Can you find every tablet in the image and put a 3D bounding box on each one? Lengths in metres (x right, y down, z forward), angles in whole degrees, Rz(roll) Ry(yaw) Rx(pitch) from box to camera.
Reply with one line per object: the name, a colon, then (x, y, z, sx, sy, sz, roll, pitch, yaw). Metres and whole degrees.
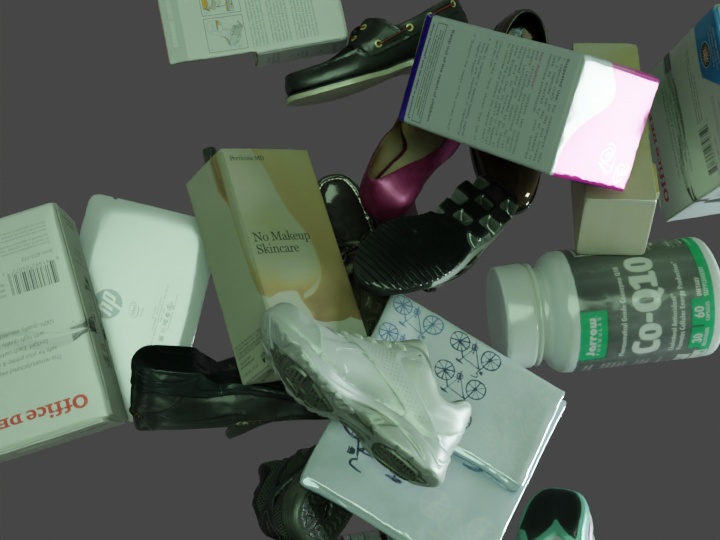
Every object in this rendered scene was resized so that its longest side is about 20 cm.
tablet: (-0.216, 0.037, 1.155, 0.129, 0.014, 0.202, 13, 79, -2)

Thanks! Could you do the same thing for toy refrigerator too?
toy refrigerator: (0.231, -0.115, 1.141, 0.069, 0.076, 0.201, 2, 51, 3)

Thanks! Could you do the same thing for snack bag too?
snack bag: (0.063, 0.143, 1.058, 0.188, 0.021, 0.201, 32, 65, -3)

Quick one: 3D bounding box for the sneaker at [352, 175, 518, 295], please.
sneaker: (0.063, -0.010, 1.119, 0.199, 0.089, 0.074, -27, 65, -40)

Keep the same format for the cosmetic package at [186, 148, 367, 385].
cosmetic package: (-0.075, -0.006, 1.110, 0.105, 0.071, 0.201, -5, 69, -39)

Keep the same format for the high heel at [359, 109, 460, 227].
high heel: (0.052, -0.130, 1.148, 0.067, 0.096, 0.201, 8, 62, 16)

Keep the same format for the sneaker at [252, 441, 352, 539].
sneaker: (-0.026, 0.171, 1.116, 0.199, 0.114, 0.077, -46, 112, -37)

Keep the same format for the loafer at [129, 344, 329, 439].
loafer: (-0.113, 0.118, 1.129, 0.198, 0.073, 0.073, 9, 110, -8)

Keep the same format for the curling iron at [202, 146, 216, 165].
curling iron: (-0.109, -0.023, 1.169, 0.049, 0.026, 0.201, -21, 81, -17)

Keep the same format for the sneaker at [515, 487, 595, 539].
sneaker: (0.167, 0.308, 1.085, 0.077, 0.140, 0.201, 11, 55, 36)

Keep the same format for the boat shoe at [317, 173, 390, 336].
boat shoe: (0.000, 0.000, 1.152, 0.073, 0.065, 0.201, -16, 80, -6)

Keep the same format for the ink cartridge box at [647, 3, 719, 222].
ink cartridge box: (0.337, -0.142, 1.137, 0.083, 0.200, 0.146, -8, 80, -8)

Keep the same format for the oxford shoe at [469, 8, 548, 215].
oxford shoe: (0.146, -0.155, 1.184, 0.072, 0.084, 0.202, 2, 81, -6)

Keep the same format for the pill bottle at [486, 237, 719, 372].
pill bottle: (0.222, 0.034, 1.140, 0.198, 0.113, 0.114, -7, 80, -5)

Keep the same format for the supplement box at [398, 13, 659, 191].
supplement box: (0.140, -0.147, 1.065, 0.101, 0.200, 0.104, 8, 102, -39)

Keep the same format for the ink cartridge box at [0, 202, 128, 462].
ink cartridge box: (-0.306, 0.061, 1.099, 0.145, 0.083, 0.201, -17, 79, -2)

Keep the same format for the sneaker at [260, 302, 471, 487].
sneaker: (0.007, 0.085, 1.018, 0.200, 0.078, 0.100, 41, 64, -8)

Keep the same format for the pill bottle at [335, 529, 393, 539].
pill bottle: (-0.006, 0.287, 1.075, 0.198, 0.113, 0.114, -7, 80, -5)

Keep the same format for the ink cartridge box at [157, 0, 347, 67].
ink cartridge box: (-0.117, -0.300, 1.207, 0.175, 0.045, 0.202, -10, 80, -8)

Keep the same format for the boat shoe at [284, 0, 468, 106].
boat shoe: (0.014, -0.208, 1.185, 0.200, 0.074, 0.064, -22, 94, -15)
